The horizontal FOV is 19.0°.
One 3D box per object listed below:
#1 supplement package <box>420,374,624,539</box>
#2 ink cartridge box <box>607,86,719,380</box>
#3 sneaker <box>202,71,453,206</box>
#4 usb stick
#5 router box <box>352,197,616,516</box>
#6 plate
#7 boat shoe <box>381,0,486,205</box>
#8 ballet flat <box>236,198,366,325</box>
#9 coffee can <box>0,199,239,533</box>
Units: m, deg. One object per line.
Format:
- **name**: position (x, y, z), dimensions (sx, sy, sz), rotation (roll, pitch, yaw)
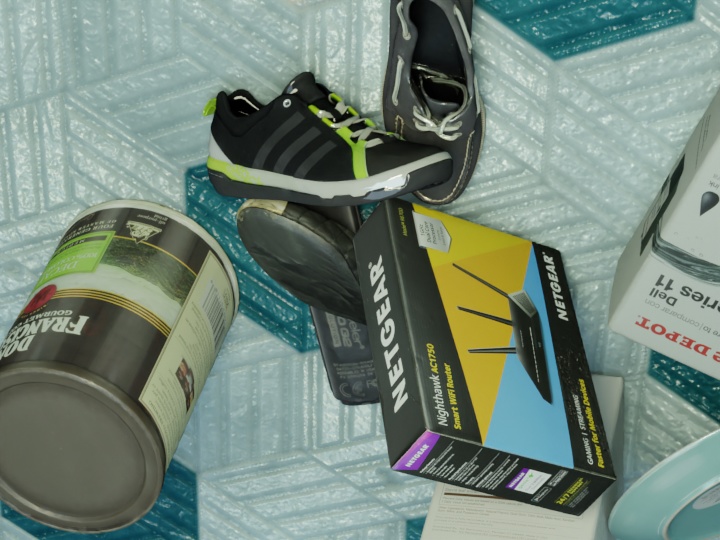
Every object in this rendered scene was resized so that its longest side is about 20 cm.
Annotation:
- **supplement package**: position (0.118, 0.179, 1.528), dimensions (0.118, 0.201, 0.122), rotation (4, 127, 13)
- **ink cartridge box**: position (0.267, -0.023, 1.408), dimensions (0.145, 0.083, 0.201), rotation (23, 130, -2)
- **sneaker**: position (-0.031, -0.090, 1.432), dimensions (0.198, 0.071, 0.084), rotation (4, 103, 34)
- **usb stick**: position (-0.014, 0.013, 1.552), dimensions (0.055, 0.033, 0.201), rotation (-7, 124, 11)
- **router box**: position (0.079, 0.056, 1.421), dimensions (0.148, 0.201, 0.051), rotation (16, 133, -27)
- **plate**: position (0.266, 0.146, 1.492), dimensions (0.198, 0.026, 0.201), rotation (-20, 155, -10)
- **boat shoe**: position (0.044, -0.118, 1.415), dimensions (0.072, 0.063, 0.201), rotation (6, 129, 9)
- **ballet flat**: position (0.000, 0.000, 1.504), dimensions (0.199, 0.057, 0.066), rotation (28, 136, -18)
- **coffee can**: position (-0.181, 0.066, 1.532), dimensions (0.145, 0.201, 0.147), rotation (8, 128, 10)
